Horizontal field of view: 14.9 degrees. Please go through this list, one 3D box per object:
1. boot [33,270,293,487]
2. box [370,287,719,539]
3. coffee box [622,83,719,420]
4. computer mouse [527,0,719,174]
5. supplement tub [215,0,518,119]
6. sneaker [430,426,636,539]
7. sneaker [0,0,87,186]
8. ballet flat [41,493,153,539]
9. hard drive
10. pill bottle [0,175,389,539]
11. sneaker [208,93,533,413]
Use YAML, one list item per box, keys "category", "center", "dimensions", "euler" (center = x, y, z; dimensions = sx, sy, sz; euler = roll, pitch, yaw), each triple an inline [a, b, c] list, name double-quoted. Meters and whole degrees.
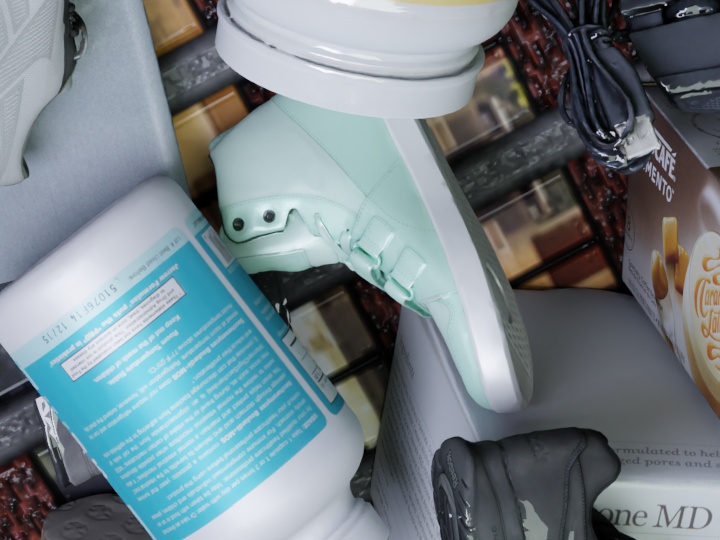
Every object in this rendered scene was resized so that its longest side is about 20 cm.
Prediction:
- category: "boot"
  center: [-0.089, 0.092, 1.362]
  dimensions: [0.131, 0.070, 0.201]
  euler: [-11, 88, -5]
- category: "box"
  center: [0.124, 0.108, 1.358]
  dimensions: [0.198, 0.200, 0.131]
  euler: [4, 115, -12]
- category: "coffee box"
  center: [0.194, -0.004, 1.319]
  dimensions: [0.079, 0.200, 0.115]
  euler: [-3, 117, -12]
- category: "computer mouse"
  center: [0.185, -0.113, 1.313]
  dimensions: [0.199, 0.139, 0.053]
  euler: [-2, 142, -21]
- category: "supplement tub"
  center: [0.012, -0.183, 1.224]
  dimensions: [0.145, 0.146, 0.201]
  euler: [5, 114, -15]
- category: "sneaker"
  center: [0.088, 0.158, 1.225]
  dimensions: [0.090, 0.076, 0.201]
  euler: [-13, 121, -10]
- category: "sneaker"
  center: [-0.155, -0.124, 1.226]
  dimensions: [0.079, 0.074, 0.201]
  euler: [10, 119, -27]
- category: "ballet flat"
  center: [-0.068, 0.152, 1.418]
  dimensions: [0.199, 0.067, 0.047]
  euler: [5, 124, -20]
- category: "hard drive"
  center: [-0.166, -0.094, 1.291]
  dimensions: [0.139, 0.033, 0.201]
  euler: [-15, 117, -5]
- category: "pill bottle"
  center: [-0.073, 0.064, 1.273]
  dimensions: [0.111, 0.111, 0.200]
  euler: [-37, 94, 7]
- category: "sneaker"
  center: [0.000, 0.000, 1.304]
  dimensions: [0.118, 0.201, 0.074]
  euler: [-29, 157, 6]
